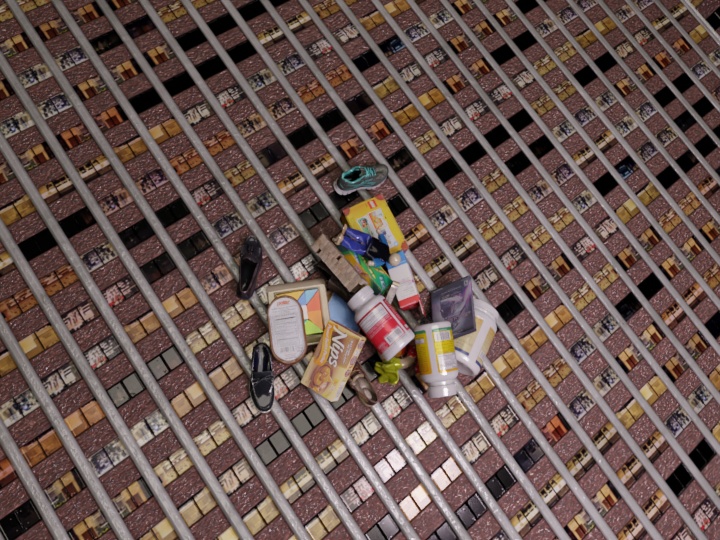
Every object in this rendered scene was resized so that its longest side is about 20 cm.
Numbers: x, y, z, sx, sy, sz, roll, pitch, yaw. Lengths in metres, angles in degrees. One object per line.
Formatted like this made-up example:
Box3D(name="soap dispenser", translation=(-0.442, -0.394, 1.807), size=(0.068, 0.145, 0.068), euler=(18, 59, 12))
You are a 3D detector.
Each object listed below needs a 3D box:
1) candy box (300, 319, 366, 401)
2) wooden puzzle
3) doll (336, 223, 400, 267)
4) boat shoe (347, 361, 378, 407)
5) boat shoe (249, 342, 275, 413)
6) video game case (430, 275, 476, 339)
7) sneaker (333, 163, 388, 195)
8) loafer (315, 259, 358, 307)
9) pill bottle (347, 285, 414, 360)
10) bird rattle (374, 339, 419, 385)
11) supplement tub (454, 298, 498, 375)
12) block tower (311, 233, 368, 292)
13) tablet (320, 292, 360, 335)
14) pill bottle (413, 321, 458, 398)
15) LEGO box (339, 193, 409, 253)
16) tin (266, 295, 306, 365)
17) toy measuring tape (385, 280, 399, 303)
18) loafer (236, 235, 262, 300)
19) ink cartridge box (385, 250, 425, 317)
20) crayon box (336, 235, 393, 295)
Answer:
Box3D(name="candy box", translation=(-0.078, 0.260, 1.536), size=(0.114, 0.055, 0.203), euler=(25, 88, 21))
Box3D(name="wooden puzzle", translation=(-0.184, 0.128, 1.604), size=(0.181, 0.037, 0.204), euler=(-7, 73, -8))
Box3D(name="doll", translation=(0.032, -0.072, 1.577), size=(0.197, 0.049, 0.138), euler=(26, 56, -5))
Box3D(name="boat shoe", translation=(-0.013, 0.313, 1.572), size=(0.071, 0.072, 0.202), euler=(-33, 82, -17))
Box3D(name="boat shoe", translation=(-0.284, 0.307, 1.530), size=(0.073, 0.062, 0.205), euler=(-1, 76, -12))
Box3D(name="video game case", translation=(0.281, 0.120, 1.621), size=(0.019, 0.141, 0.203), euler=(43, 36, -35))
Box3D(name="sneaker", translation=(0.010, -0.309, 1.744), size=(0.197, 0.091, 0.079), euler=(-23, 80, -16))
Box3D(name="loafer", translation=(-0.071, 0.045, 1.624), size=(0.071, 0.073, 0.201), euler=(-28, 71, -25))
Box3D(name="pill bottle", translation=(0.054, 0.147, 1.524), size=(0.112, 0.113, 0.201), euler=(-36, 79, -18))
Box3D(name="bird rattle", translation=(0.126, 0.247, 1.604), size=(0.196, 0.114, 0.165), euler=(-20, 58, -15))
Box3D(name="supplement tub", translation=(0.332, 0.201, 1.630), size=(0.143, 0.145, 0.202), euler=(30, 71, -1))
Box3D(name="block tower", translation=(-0.065, -0.019, 1.574), size=(0.058, 0.054, 0.200), euler=(-45, 75, 6))
Box3D(name="tablet", translation=(-0.047, 0.133, 1.648), size=(0.128, 0.014, 0.203), euler=(28, 72, -1))
Box3D(name="pill bottle", translation=(0.218, 0.253, 1.513), size=(0.110, 0.113, 0.205), euler=(-7, 81, -12))
Box3D(name="LEGO box", translation=(0.042, -0.122, 1.703), size=(0.147, 0.077, 0.203), euler=(-24, 79, -16))
Box3D(name="tin", translation=(-0.215, 0.173, 1.557), size=(0.109, 0.042, 0.205), euler=(-7, 78, -12))
Box3D(name="toy measuring tape", translation=(0.077, 0.108, 1.612), size=(0.072, 0.074, 0.203), euler=(18, 115, -4))
Box3D(name="loafer", translation=(-0.336, -0.014, 1.610), size=(0.070, 0.063, 0.205), euler=(7, 73, -8))
Box3D(name="ink cartridge box", translation=(0.140, 0.054, 1.644), size=(0.066, 0.116, 0.204), euler=(-19, 77, 7))
Box3D(name="crayon box", translation=(0.000, 0.000, 1.628), size=(0.058, 0.119, 0.201), euler=(-33, 77, -33))
